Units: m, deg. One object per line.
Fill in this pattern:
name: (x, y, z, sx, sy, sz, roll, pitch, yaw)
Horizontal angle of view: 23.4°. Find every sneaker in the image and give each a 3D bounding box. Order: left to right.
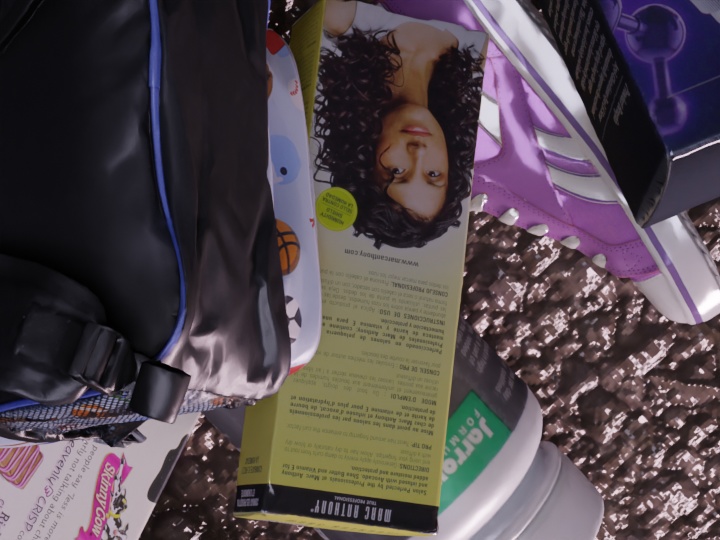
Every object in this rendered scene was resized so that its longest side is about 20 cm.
sneaker: (0.066, -0.038, 0.766, 0.114, 0.073, 0.201, -39, 89, 12)

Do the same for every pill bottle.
pill bottle: (0.008, 0.062, 0.761, 0.113, 0.113, 0.200, -43, 100, 9)

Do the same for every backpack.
backpack: (-0.113, -0.024, 0.625, 0.189, 0.154, 0.201, -13, 71, 28)

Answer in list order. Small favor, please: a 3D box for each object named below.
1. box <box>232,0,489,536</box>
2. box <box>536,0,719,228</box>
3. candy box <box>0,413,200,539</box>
box: (0.000, 0.000, 0.679, 0.075, 0.050, 0.201, 9, 80, -19)
box: (0.141, -0.141, 0.678, 0.147, 0.104, 0.201, -23, 77, -2)
candy box: (-0.177, 0.060, 0.724, 0.200, 0.061, 0.137, 41, 59, -27)
